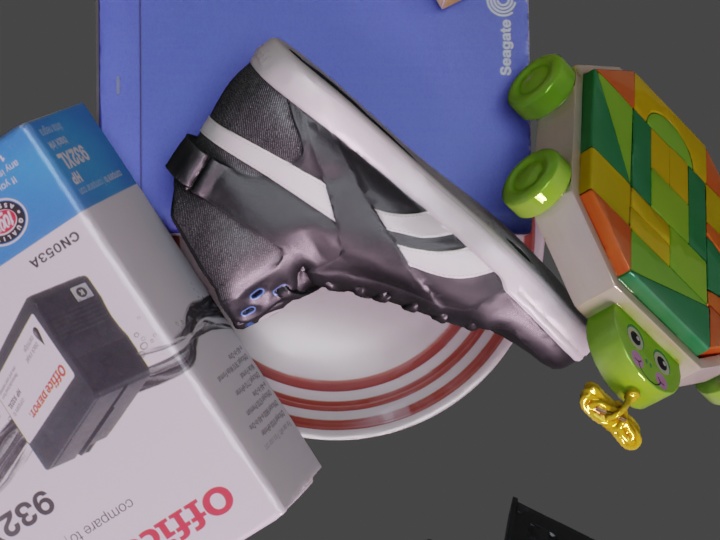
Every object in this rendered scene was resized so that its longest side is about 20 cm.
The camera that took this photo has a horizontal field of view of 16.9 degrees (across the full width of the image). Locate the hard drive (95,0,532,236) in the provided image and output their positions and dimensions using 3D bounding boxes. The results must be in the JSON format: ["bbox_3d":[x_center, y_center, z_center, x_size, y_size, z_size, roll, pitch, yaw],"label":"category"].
[{"bbox_3d":[-0.021,-0.082,1.117,0.200,0.025,0.132,0,86,-9],"label":"hard drive"}]

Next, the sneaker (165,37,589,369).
[{"bbox_3d":[0.000,0.000,1.078,0.200,0.073,0.112,41,98,-8],"label":"sneaker"}]

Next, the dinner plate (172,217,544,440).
[{"bbox_3d":[-0.013,-0.020,1.138,0.200,0.024,0.200,1,86,-10],"label":"dinner plate"}]

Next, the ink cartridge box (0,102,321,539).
[{"bbox_3d":[-0.134,0.051,1.059,0.145,0.084,0.200,-33,93,14],"label":"ink cartridge box"}]

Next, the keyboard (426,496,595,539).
[{"bbox_3d":[0.065,0.172,1.071,0.127,0.200,0.021,27,123,-8],"label":"keyboard"}]

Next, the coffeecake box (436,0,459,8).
[{"bbox_3d":[0.061,-0.246,1.117,0.153,0.073,0.200,-26,78,-14],"label":"coffeecake box"}]

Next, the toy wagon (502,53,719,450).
[{"bbox_3d":[0.126,-0.004,1.087,0.040,0.200,0.155,-32,121,29],"label":"toy wagon"}]
